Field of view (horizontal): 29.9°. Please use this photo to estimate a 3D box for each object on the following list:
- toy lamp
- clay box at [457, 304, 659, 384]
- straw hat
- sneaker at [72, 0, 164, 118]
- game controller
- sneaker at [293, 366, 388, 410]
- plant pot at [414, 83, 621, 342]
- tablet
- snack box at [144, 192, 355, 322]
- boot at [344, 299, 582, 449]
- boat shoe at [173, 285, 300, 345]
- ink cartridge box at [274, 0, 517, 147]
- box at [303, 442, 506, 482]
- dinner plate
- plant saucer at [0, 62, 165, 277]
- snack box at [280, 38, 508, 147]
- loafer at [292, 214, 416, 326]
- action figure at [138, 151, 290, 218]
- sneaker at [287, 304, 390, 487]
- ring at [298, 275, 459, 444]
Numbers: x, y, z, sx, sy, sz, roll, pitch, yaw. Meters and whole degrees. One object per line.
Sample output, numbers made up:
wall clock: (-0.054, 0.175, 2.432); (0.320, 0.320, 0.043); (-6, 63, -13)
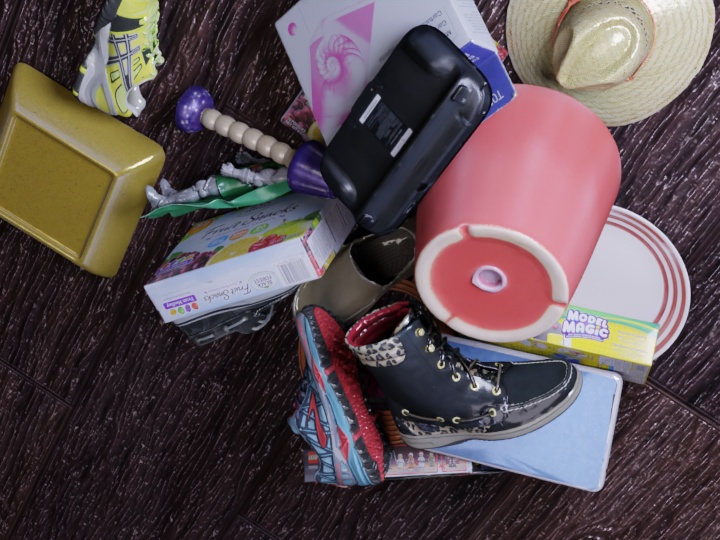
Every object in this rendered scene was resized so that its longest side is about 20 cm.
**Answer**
toy lamp: (-0.099, -0.127, 1.373); (0.199, 0.058, 0.059); (27, 126, 27)
clay box: (0.195, 0.063, 1.357); (0.198, 0.115, 0.048); (14, 78, 11)
straw hat: (0.220, -0.208, 1.237); (0.199, 0.085, 0.202); (9, 121, 15)
sneaker: (-0.235, -0.244, 1.401); (0.076, 0.076, 0.200); (27, 135, -5)
game controller: (0.036, -0.124, 1.219); (0.105, 0.042, 0.200); (53, 129, 19)
sneaker: (0.019, 0.155, 1.521); (0.198, 0.081, 0.089); (-6, 114, 24)
plant pot: (0.136, -0.044, 1.256); (0.199, 0.178, 0.201); (10, 134, 11)
tablet: (0.160, 0.145, 1.379); (0.198, 0.014, 0.131); (12, 108, 16)
snack box: (-0.112, -0.023, 1.421); (0.199, 0.142, 0.053); (-16, 112, 26)
boot: (0.098, 0.093, 1.311); (0.202, 0.074, 0.154); (-17, 125, 26)
boat shoe: (-0.130, 0.034, 1.522); (0.199, 0.072, 0.071); (-17, 120, 38)
ink cartridge box: (0.026, -0.197, 1.246); (0.196, 0.043, 0.201); (-35, 72, 38)
box: (0.053, 0.213, 1.510); (0.198, 0.137, 0.040); (-7, 80, 24)
dinner plate: (0.240, 0.017, 1.396); (0.199, 0.024, 0.202); (9, 122, 15)
plant saucer: (-0.343, -0.101, 1.528); (0.199, 0.049, 0.201); (31, 123, 1)
snack box: (0.030, -0.182, 1.341); (0.142, 0.053, 0.200); (38, 124, -4)
loafer: (0.000, 0.000, 1.427); (0.199, 0.068, 0.076); (-36, 74, 19)
action figure: (-0.126, -0.095, 1.432); (0.198, 0.118, 0.055); (-11, 102, 16)
sneaker: (-0.044, 0.137, 1.416); (0.095, 0.079, 0.202); (-15, 95, 26)
ring: (0.028, 0.086, 1.460); (0.199, 0.019, 0.202); (-2, 83, 17)
